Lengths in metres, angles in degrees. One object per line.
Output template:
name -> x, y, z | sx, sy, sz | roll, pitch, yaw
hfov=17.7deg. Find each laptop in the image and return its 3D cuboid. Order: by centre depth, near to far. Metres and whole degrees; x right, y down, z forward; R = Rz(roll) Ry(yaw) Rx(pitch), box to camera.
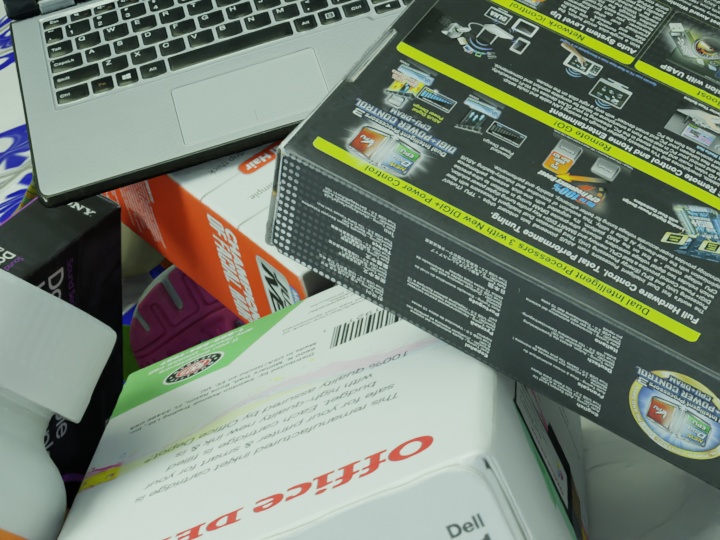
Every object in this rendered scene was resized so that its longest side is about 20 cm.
laptop -> -0.058, -0.149, 0.885 | 0.186, 0.116, 0.200 | -17, 39, -1

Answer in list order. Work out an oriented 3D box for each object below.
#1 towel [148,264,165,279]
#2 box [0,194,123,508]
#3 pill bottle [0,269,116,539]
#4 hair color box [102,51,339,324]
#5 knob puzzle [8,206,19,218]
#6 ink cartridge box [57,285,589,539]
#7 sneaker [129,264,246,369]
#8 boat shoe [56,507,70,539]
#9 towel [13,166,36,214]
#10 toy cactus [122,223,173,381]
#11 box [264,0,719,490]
towel -> -0.056, -0.048, 1.248 | 0.147, 0.050, 0.200 | -37, 17, -1
box -> -0.162, 0.072, 0.878 | 0.036, 0.144, 0.200 | 23, 43, 23
pill bottle -> -0.156, 0.090, 0.700 | 0.109, 0.109, 0.201 | 11, 74, 64
hair color box -> -0.030, -0.046, 0.896 | 0.111, 0.064, 0.200 | -32, 41, -20
knob puzzle -> -0.164, -0.020, 1.278 | 0.220, 0.030, 0.220 | -44, 17, 17
ink cartridge box -> -0.009, 0.076, 0.715 | 0.144, 0.084, 0.200 | -23, 16, 11
sneaker -> 0.000, 0.000, 0.965 | 0.199, 0.082, 0.088 | -18, 15, -2
boat shoe -> -0.117, 0.117, 0.786 | 0.072, 0.068, 0.200 | -28, 16, -6
towel -> -0.148, -0.053, 1.151 | 0.086, 0.018, 0.200 | -48, 3, -21
toy cactus -> -0.123, -0.002, 1.035 | 0.200, 0.102, 0.165 | -50, -8, -49
box -> 0.097, -0.025, 0.682 | 0.199, 0.044, 0.160 | 27, 52, 15
